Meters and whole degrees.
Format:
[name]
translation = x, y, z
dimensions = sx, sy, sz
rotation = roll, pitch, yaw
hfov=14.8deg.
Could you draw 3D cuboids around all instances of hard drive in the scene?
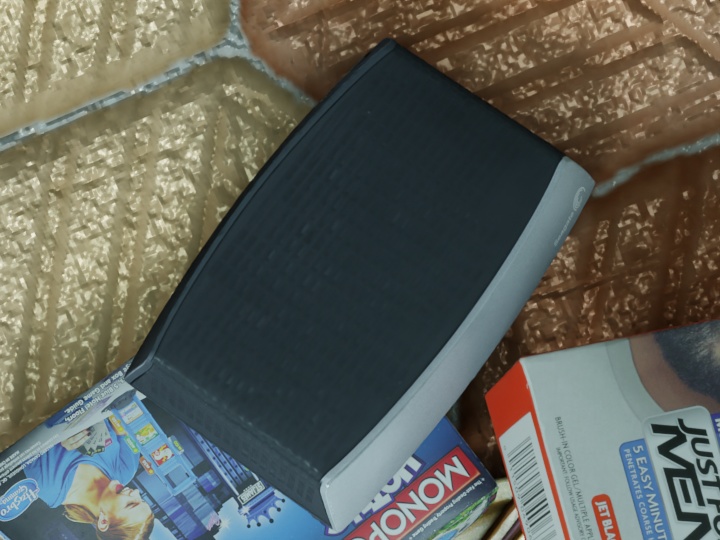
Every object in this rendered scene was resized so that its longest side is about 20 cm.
[hard drive]
translation = 0.000, 0.000, 1.232
dimensions = 0.135, 0.042, 0.200
rotation = 35, 77, 11

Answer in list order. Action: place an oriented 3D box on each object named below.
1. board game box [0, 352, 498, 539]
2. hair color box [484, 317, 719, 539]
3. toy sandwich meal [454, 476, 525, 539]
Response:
[board game box]
translation = -0.045, 0.123, 1.256
dimensions = 0.200, 0.062, 0.200
rotation = -36, 76, -5
[hair color box]
translation = 0.168, 0.078, 1.216
dimensions = 0.200, 0.064, 0.111
rotation = -11, 76, -17
[toy sandwich meal]
translation = 0.090, 0.183, 1.278
dimensions = 0.205, 0.070, 0.206
rotation = 0, 98, 3
